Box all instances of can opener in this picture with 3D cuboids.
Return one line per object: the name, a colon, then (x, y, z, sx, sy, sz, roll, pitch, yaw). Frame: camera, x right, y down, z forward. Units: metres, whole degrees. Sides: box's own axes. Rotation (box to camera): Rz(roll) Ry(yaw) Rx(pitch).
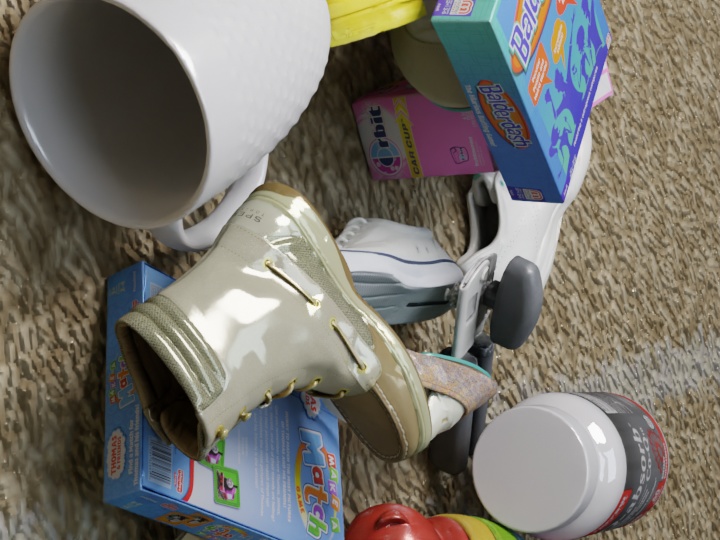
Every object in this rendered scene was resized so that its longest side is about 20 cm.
can opener: (0.088, 0.074, 1.237, 0.053, 0.066, 0.201, -40, 149, -43)

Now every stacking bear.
stacking bear: (0.067, 0.233, 1.224, 0.199, 0.121, 0.114, 30, 38, -37)

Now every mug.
mug: (-0.099, -0.106, 1.012, 0.175, 0.147, 0.201, -42, 138, -47)

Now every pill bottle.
pill bottle: (0.167, 0.155, 1.314, 0.200, 0.115, 0.117, 8, 82, -64)

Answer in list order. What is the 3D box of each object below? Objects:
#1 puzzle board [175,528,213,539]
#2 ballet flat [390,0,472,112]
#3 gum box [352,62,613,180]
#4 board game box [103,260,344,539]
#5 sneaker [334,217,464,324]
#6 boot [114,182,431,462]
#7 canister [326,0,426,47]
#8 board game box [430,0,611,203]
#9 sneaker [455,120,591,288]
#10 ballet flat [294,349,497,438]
puzzle board: (-0.072, 0.215, 1.082, 0.152, 0.017, 0.200, 69, 26, -14)
ballet flat: (0.048, -0.193, 1.189, 0.069, 0.069, 0.201, 46, 16, -39)
gum box: (0.101, -0.135, 1.275, 0.200, 0.113, 0.067, -33, 114, -47)
board game box: (-0.084, 0.100, 1.062, 0.200, 0.036, 0.152, 30, 47, -46)
sneaker: (0.000, 0.000, 1.183, 0.071, 0.073, 0.200, 54, 24, 22)
boot: (-0.050, 0.069, 0.998, 0.155, 0.072, 0.201, -45, 113, -36)
canister: (-0.030, -0.257, 1.097, 0.086, 0.149, 0.201, -18, 103, -7)
board game box: (0.116, -0.165, 1.130, 0.200, 0.045, 0.153, 57, 45, -51)
sneaker: (0.128, -0.075, 1.349, 0.088, 0.075, 0.201, 28, 67, -34)
ballet flat: (0.021, 0.086, 1.148, 0.199, 0.068, 0.068, 22, 56, -39)
